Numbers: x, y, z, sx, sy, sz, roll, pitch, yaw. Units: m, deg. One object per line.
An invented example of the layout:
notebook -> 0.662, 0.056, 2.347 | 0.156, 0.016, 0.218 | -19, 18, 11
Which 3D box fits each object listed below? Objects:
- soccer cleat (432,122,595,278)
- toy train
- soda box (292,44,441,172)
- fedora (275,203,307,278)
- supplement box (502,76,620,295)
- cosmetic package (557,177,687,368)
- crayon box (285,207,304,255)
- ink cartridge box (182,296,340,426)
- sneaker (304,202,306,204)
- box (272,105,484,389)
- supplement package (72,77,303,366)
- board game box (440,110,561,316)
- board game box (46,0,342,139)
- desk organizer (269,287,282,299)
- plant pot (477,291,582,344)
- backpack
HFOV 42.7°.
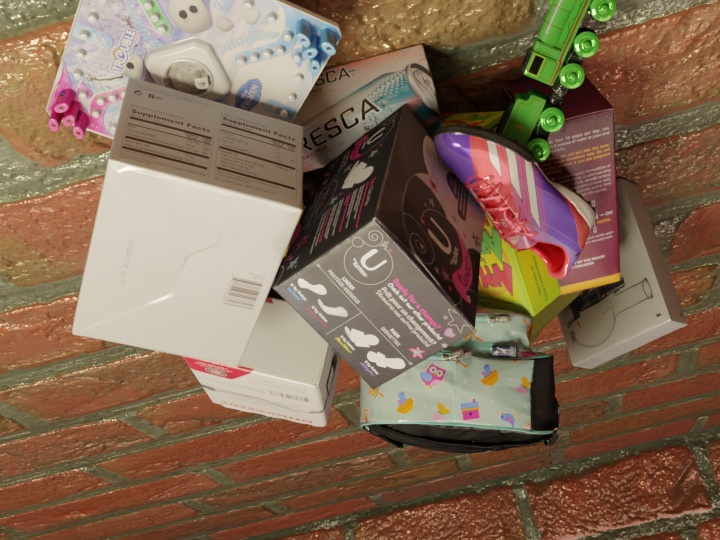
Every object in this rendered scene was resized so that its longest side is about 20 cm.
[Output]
soccer cleat -> 0.138, -0.063, 0.837 | 0.199, 0.074, 0.068 | 30, 164, -33
toy train -> 0.175, -0.190, 0.815 | 0.056, 0.042, 0.202 | 21, 111, -1
soda box -> -0.025, -0.147, 0.878 | 0.197, 0.069, 0.064 | -14, 147, 4
fedora -> 0.000, 0.000, 0.979 | 0.197, 0.093, 0.202 | -8, 145, -5
supplement box -> 0.210, -0.090, 0.958 | 0.084, 0.111, 0.202 | -13, 124, 1
cosmetic package -> 0.319, 0.006, 1.201 | 0.051, 0.203, 0.150 | 13, 145, -44
crayon box -> -0.146, -0.060, 0.939 | 0.197, 0.127, 0.052 | -17, 150, 12
ink cartridge box -> -0.100, 0.099, 1.007 | 0.143, 0.085, 0.200 | 12, 160, 5
sneaker -> -0.097, -0.051, 1.052 | 0.198, 0.078, 0.078 | 22, 169, -39
box -> 0.028, -0.025, 0.796 | 0.114, 0.201, 0.132 | -33, 113, 29
supplement package -> -0.149, -0.034, 0.794 | 0.153, 0.112, 0.201 | 13, 133, -16
board game box -> 0.127, -0.058, 0.936 | 0.047, 0.202, 0.101 | -33, -155, -28
board game box -> -0.144, -0.158, 0.767 | 0.197, 0.026, 0.200 | 18, 137, -21
desk organizer -> -0.148, 0.055, 1.141 | 0.076, 0.073, 0.200 | -15, 156, 10
plant pot -> 0.212, -0.016, 1.150 | 0.183, 0.202, 0.199 | -37, 147, 25
backpack -> 0.094, 0.116, 0.968 | 0.196, 0.156, 0.176 | -5, 171, -1
